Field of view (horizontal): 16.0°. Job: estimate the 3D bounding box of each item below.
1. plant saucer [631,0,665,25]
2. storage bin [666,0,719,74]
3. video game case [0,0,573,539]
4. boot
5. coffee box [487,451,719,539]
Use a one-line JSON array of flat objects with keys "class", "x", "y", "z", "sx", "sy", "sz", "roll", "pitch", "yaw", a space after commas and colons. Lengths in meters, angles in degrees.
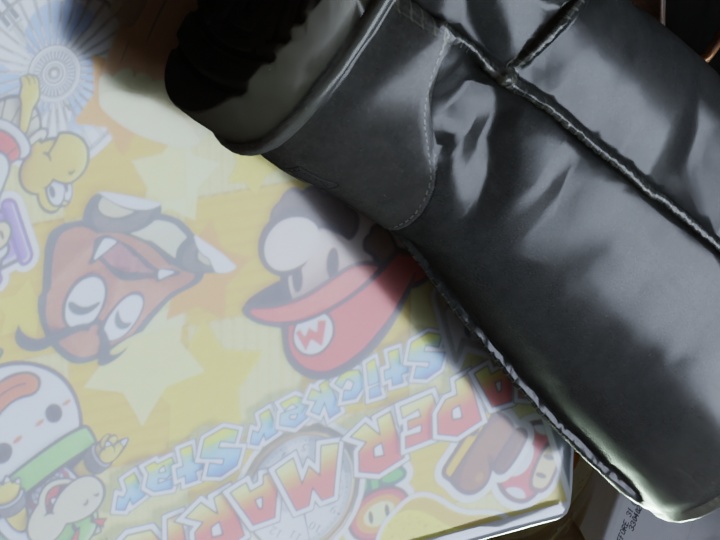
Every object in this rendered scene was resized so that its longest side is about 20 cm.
[{"class": "plant saucer", "x": 0.022, "y": -0.059, "z": 0.882, "sx": 0.199, "sy": 0.034, "sz": 0.201, "roll": -25, "pitch": 133, "yaw": -30}, {"class": "storage bin", "x": 0.118, "y": -0.137, "z": 1.011, "sx": 0.146, "sy": 0.134, "sz": 0.200, "roll": -54, "pitch": 165, "yaw": -28}, {"class": "video game case", "x": -0.029, "y": -0.005, "z": 0.616, "sx": 0.199, "sy": 0.023, "sz": 0.183, "roll": -12, "pitch": 113, "yaw": -31}, {"class": "boot", "x": 0.071, "y": -0.049, "z": 0.609, "sx": 0.182, "sy": 0.200, "sz": 0.073, "roll": -50, "pitch": -149, "yaw": 9}, {"class": "coffee box", "x": 0.071, "y": 0.089, "z": 1.032, "sx": 0.200, "sy": 0.079, "sz": 0.115, "roll": 0, "pitch": -117, "yaw": 57}]
